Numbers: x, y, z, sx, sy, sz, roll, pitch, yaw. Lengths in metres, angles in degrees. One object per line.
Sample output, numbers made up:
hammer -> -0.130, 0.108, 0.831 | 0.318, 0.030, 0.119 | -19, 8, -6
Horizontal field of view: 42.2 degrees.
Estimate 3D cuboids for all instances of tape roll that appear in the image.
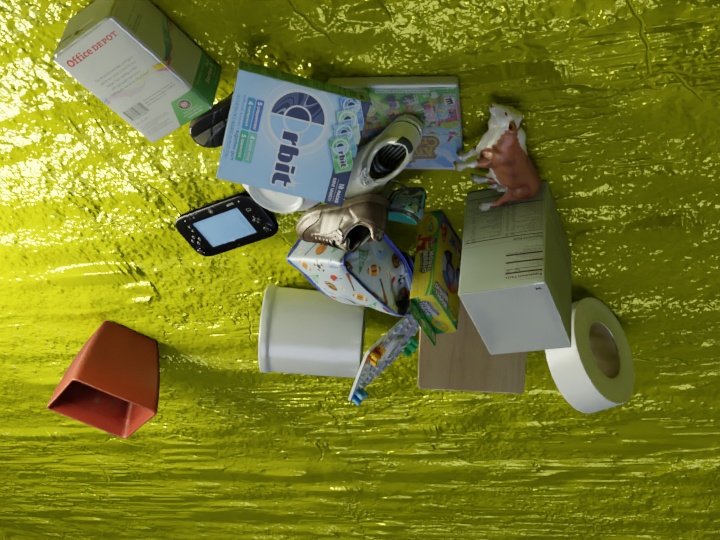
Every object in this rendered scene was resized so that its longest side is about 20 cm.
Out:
tape roll -> 0.425, 0.157, 1.723 | 0.070, 0.206, 0.201 | -26, 132, 39

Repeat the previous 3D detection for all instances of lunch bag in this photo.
lunch bag -> 0.000, 0.000, 1.640 | 0.168, 0.125, 0.200 | 8, 148, 51

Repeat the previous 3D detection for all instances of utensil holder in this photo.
utensil holder -> -0.091, 0.122, 1.829 | 0.195, 0.173, 0.171 | 4, 145, 4

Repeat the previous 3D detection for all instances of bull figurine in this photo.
bull figurine -> 0.213, -0.169, 1.430 | 0.119, 0.066, 0.201 | -15, 140, 21

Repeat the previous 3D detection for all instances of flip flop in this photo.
flip flop -> -0.167, -0.247, 1.414 | 0.196, 0.058, 0.082 | -21, 130, 7

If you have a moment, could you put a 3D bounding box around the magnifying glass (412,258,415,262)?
magnifying glass -> 0.127, -0.001, 1.732 | 0.196, 0.023, 0.080 | -7, 141, 21

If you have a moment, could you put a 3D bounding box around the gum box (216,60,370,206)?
gum box -> -0.101, -0.199, 1.380 | 0.195, 0.045, 0.173 | 12, 117, -10

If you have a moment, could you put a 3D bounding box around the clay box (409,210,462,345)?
clay box -> 0.133, 0.015, 1.594 | 0.047, 0.203, 0.115 | -10, 142, 26

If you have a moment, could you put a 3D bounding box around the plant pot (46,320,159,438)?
plant pot -> -0.557, 0.234, 2.089 | 0.197, 0.179, 0.199 | 26, 143, -23

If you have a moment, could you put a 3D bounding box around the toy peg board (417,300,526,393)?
toy peg board -> 0.206, 0.112, 1.728 | 0.194, 0.205, 0.098 | 2, -171, 2

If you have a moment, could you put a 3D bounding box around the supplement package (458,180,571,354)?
supplement package -> 0.261, -0.001, 1.542 | 0.144, 0.203, 0.192 | -8, 141, 23

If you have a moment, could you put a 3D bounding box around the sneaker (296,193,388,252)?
sneaker -> -0.036, -0.065, 1.505 | 0.070, 0.077, 0.198 | 20, 153, -39

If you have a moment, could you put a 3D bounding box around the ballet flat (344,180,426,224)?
ballet flat -> 0.035, -0.117, 1.544 | 0.197, 0.075, 0.074 | 10, 154, 43

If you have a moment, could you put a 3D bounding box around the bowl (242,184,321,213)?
bowl -> -0.125, -0.157, 1.498 | 0.196, 0.092, 0.203 | 12, 147, 8

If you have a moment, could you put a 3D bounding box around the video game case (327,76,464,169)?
video game case -> 0.059, -0.223, 1.436 | 0.195, 0.022, 0.184 | 2, 144, 11

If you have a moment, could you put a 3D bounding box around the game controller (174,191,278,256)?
game controller -> -0.244, -0.083, 1.689 | 0.197, 0.043, 0.104 | -16, 137, 31

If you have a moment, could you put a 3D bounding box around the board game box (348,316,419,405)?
board game box -> 0.065, 0.157, 1.829 | 0.026, 0.199, 0.201 | 40, 148, 16

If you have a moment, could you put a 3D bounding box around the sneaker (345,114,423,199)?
sneaker -> 0.021, -0.162, 1.439 | 0.073, 0.071, 0.200 | 37, 136, -7

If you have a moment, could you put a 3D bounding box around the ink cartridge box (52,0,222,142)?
ink cartridge box -> -0.324, -0.301, 1.363 | 0.143, 0.089, 0.199 | -20, 137, 35
